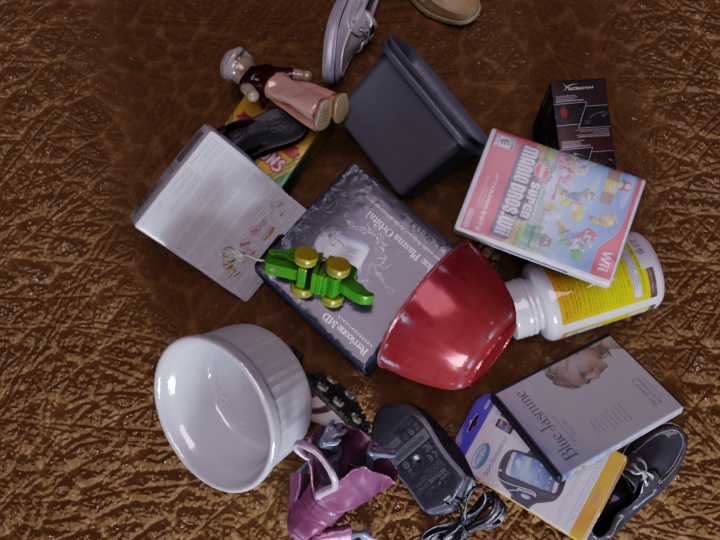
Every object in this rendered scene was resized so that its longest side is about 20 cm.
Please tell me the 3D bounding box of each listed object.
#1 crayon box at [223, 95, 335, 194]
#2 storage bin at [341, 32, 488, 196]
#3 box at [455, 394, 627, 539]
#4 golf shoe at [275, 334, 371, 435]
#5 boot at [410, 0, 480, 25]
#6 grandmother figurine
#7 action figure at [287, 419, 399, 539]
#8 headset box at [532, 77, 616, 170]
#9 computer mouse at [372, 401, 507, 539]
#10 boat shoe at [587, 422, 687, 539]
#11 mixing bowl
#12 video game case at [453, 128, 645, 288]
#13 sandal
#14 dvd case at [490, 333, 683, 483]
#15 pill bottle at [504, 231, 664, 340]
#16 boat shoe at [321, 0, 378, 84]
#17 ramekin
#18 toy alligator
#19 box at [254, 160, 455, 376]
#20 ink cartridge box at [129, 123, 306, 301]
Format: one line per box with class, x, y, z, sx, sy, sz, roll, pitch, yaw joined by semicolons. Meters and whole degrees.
crayon box;-0.125;-0.198;1.101;0.126;0.051;0.201;30;79;8
storage bin;0.070;-0.206;1.066;0.134;0.145;0.201;-41;78;20
box;0.223;0.243;0.972;0.199;0.041;0.119;27;78;30
golf shoe;-0.076;0.173;1.013;0.199;0.077;0.088;36;100;13
boot;0.097;-0.458;1.101;0.200;0.156;0.073;43;81;10
grandmother figurine;-0.118;-0.254;1.045;0.199;0.121;0.061;31;120;25
action figure;-0.040;0.290;0.937;0.134;0.149;0.201;40;113;18
headset box;0.290;-0.134;1.025;0.074;0.149;0.202;-4;77;2
computer mouse;0.090;0.259;0.984;0.138;0.053;0.201;-40;75;23
boat shoe;0.354;0.275;0.973;0.200;0.063;0.073;-42;80;-7
mixing bowl;0.125;0.073;0.948;0.108;0.200;0.200;37;80;18
video game case;0.232;-0.079;0.932;0.199;0.017;0.144;21;79;9
sandal;-0.168;-0.180;1.047;0.199;0.048;0.076;-29;77;-5
dvd case;0.287;0.169;0.969;0.199;0.018;0.143;-23;48;-17
pill bottle;0.289;0.026;1.009;0.199;0.109;0.110;-17;77;-3
boat shoe;-0.008;-0.368;1.124;0.066;0.074;0.202;11;77;7
ramekin;-0.156;0.164;0.951;0.199;0.098;0.202;11;109;32
toy alligator;-0.073;-0.006;0.939;0.199;0.060;0.054;18;37;8
box;0.000;0.000;1.019;0.196;0.117;0.200;41;82;10
ink cartridge box;-0.182;-0.075;1.028;0.162;0.200;0.050;-50;36;2
